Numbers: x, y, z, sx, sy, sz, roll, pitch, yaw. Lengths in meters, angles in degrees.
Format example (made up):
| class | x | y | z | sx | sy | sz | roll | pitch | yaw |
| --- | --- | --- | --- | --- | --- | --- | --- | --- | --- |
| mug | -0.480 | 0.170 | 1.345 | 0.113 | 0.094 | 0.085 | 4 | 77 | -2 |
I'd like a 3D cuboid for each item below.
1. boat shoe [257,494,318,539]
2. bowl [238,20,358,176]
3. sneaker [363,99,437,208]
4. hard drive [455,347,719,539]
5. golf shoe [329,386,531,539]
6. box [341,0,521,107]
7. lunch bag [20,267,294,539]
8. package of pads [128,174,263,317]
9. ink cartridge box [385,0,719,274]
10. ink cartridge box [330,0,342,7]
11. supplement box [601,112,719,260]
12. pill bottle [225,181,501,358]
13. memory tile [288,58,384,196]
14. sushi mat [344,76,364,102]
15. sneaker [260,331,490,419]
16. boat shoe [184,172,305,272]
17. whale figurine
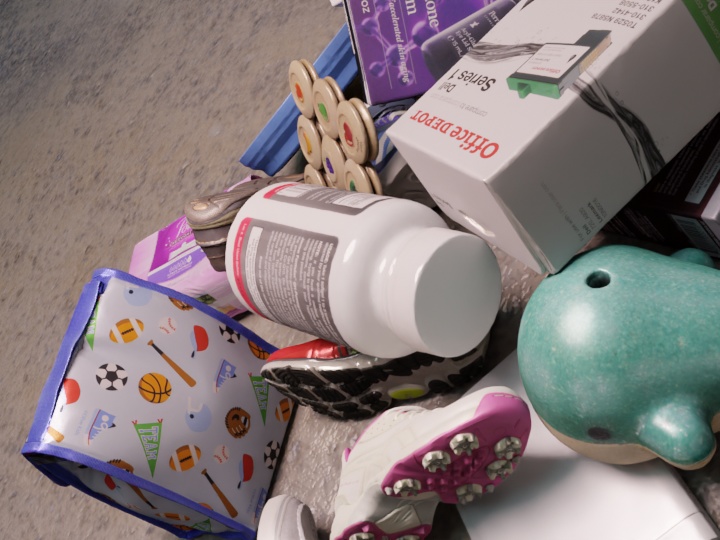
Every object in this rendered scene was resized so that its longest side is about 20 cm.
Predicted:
| class | x | y | z | sx | sy | sz | roll | pitch | yaw |
| --- | --- | --- | --- | --- | --- | --- | --- | --- | --- |
| boat shoe | -0.028 | 0.236 | 0.693 | 0.068 | 0.072 | 0.200 | -20 | 36 | 8 |
| bowl | -0.044 | -0.175 | 0.990 | 0.201 | 0.039 | 0.201 | -50 | 9 | 11 |
| sneaker | 0.052 | -0.129 | 0.889 | 0.200 | 0.081 | 0.147 | -34 | 45 | 35 |
| hard drive | 0.124 | 0.134 | 0.636 | 0.132 | 0.027 | 0.200 | -43 | 36 | 14 |
| golf shoe | 0.036 | 0.118 | 0.661 | 0.200 | 0.075 | 0.092 | -48 | 35 | 40 |
| box | 0.084 | -0.216 | 0.755 | 0.200 | 0.148 | 0.104 | -14 | 11 | 2 |
| lunch bag | -0.168 | 0.113 | 0.836 | 0.124 | 0.200 | 0.170 | -15 | 51 | 41 |
| package of pads | -0.160 | -0.004 | 1.033 | 0.200 | 0.076 | 0.121 | -26 | 46 | 33 |
| ink cartridge box | 0.132 | -0.111 | 0.629 | 0.200 | 0.084 | 0.146 | -44 | 29 | -4 |
| ink cartridge box | 0.061 | -0.340 | 0.987 | 0.200 | 0.083 | 0.147 | -25 | 3 | 27 |
| supplement box | 0.201 | -0.080 | 0.699 | 0.200 | 0.061 | 0.109 | 22 | 77 | 53 |
| pill bottle | 0.000 | 0.000 | 0.716 | 0.200 | 0.111 | 0.111 | 14 | 72 | 49 |
| memory tile | -0.017 | -0.068 | 0.841 | 0.017 | 0.200 | 0.153 | -20 | 37 | -17 |
| sushi mat | 0.022 | -0.228 | 1.069 | 0.096 | 0.012 | 0.200 | 20 | 76 | 54 |
| sneaker | 0.014 | 0.060 | 0.795 | 0.200 | 0.077 | 0.085 | -14 | 45 | 29 |
| boat shoe | -0.088 | -0.046 | 0.932 | 0.074 | 0.200 | 0.073 | -1 | 103 | 33 |
| whale figurine | 0.185 | 0.035 | 0.571 | 0.200 | 0.104 | 0.159 | -8 | 41 | 29 |
